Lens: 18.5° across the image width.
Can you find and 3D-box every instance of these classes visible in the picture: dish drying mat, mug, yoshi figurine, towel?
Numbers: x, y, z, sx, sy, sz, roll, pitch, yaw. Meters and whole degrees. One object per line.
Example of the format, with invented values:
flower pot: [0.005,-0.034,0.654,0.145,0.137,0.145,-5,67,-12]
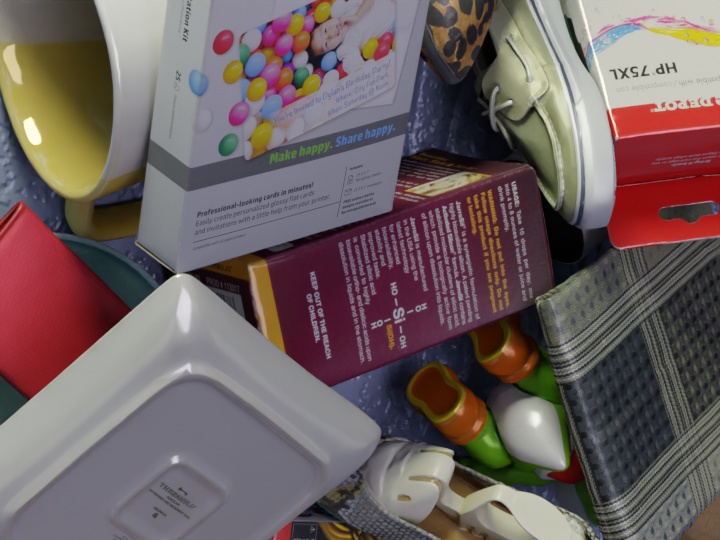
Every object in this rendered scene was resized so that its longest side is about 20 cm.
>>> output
dish drying mat: [-0.145,0.056,1.215,0.200,0.018,0.077,47,72,-27]
mug: [-0.107,-0.119,1.196,0.152,0.186,0.150,-16,78,-31]
yoshi figurine: [0.120,0.097,1.390,0.200,0.112,0.113,38,56,-31]
towel: [0.183,0.064,1.363,0.200,0.034,0.194,-35,111,-45]

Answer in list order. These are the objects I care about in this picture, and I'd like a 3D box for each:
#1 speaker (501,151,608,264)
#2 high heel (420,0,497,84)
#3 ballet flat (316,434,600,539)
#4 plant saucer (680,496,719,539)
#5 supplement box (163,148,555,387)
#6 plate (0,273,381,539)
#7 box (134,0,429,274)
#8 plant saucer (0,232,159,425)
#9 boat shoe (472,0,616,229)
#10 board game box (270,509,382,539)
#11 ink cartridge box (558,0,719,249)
speaker: [0.180,-0.091,1.403,0.200,0.081,0.082,-38,115,-23]
high heel: [0.077,-0.183,1.304,0.199,0.071,0.144,-11,91,-55]
ballet flat: [0.059,0.139,1.316,0.199,0.072,0.072,25,82,1]
plant saucer: [0.268,0.120,1.516,0.199,0.035,0.202,-5,100,-31]
supplement box: [0.000,0.000,1.284,0.199,0.110,0.086,-20,108,-28]
plate: [-0.107,0.116,1.185,0.200,0.032,0.199,-40,136,9]
box: [-0.034,-0.109,1.125,0.155,0.041,0.201,-17,128,-41]
plant saucer: [-0.185,0.077,1.223,0.199,0.036,0.202,-5,100,-31]
boat shoe: [0.098,-0.108,1.319,0.062,0.072,0.201,-8,58,-15]
board game box: [-0.020,0.249,1.353,0.126,0.035,0.202,5,94,-33]
ink cartridge box: [0.186,-0.120,1.336,0.115,0.067,0.201,-7,66,-12]
